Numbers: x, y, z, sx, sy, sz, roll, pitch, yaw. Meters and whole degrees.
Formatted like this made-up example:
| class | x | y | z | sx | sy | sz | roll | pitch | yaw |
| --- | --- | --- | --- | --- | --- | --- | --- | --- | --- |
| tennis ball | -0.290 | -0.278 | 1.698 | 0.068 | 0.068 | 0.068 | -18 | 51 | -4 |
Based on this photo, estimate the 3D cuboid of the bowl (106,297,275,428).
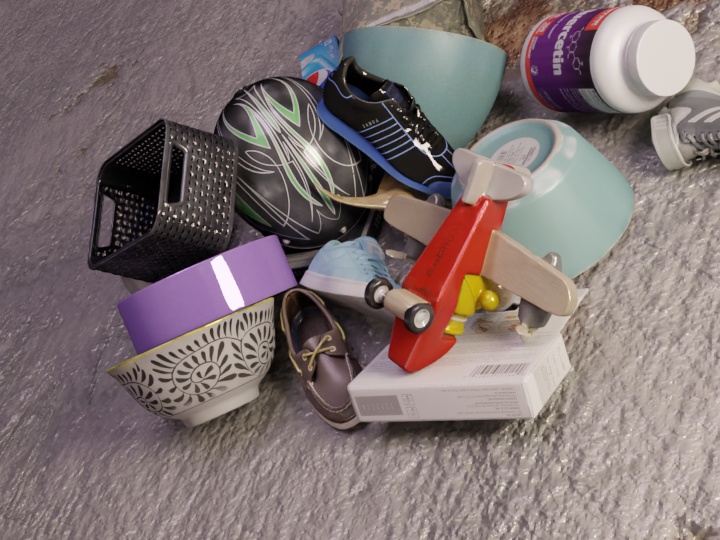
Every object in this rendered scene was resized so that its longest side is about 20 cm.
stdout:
| class | x | y | z | sx | sy | sz | roll | pitch | yaw |
| --- | --- | --- | --- | --- | --- | --- | --- | --- | --- |
| bowl | -0.167 | 0.111 | 1.313 | 0.199 | 0.095 | 0.201 | -24 | -1 | -1 |

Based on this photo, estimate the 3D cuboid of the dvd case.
| class | x | y | z | sx | sy | sz | roll | pitch | yaw |
| --- | --- | --- | --- | --- | --- | --- | --- | --- | --- |
| dvd case | -0.032 | -0.073 | 1.495 | 0.149 | 0.025 | 0.201 | -9 | 44 | 33 |

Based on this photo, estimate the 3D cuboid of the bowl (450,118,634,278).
| class | x | y | z | sx | sy | sz | roll | pitch | yaw |
| --- | --- | --- | --- | --- | --- | --- | --- | --- | --- |
| bowl | 0.173 | -0.082 | 1.255 | 0.199 | 0.105 | 0.202 | -23 | 35 | 17 |

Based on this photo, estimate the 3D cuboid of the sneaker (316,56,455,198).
| class | x | y | z | sx | sy | sz | roll | pitch | yaw |
| --- | --- | --- | --- | --- | --- | --- | --- | --- | --- |
| sneaker | 0.045 | -0.159 | 1.336 | 0.070 | 0.199 | 0.078 | -56 | -3 | -44 |

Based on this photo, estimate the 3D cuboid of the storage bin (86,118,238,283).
| class | x | y | z | sx | sy | sz | roll | pitch | yaw |
| --- | --- | --- | --- | --- | --- | --- | --- | --- | --- |
| storage bin | -0.228 | -0.074 | 1.375 | 0.199 | 0.093 | 0.137 | -23 | 60 | 54 |

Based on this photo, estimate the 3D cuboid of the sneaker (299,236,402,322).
| class | x | y | z | sx | sy | sz | roll | pitch | yaw |
| --- | --- | --- | --- | --- | --- | --- | --- | --- | --- |
| sneaker | 0.000 | 0.000 | 1.312 | 0.199 | 0.074 | 0.083 | 16 | 79 | 56 |

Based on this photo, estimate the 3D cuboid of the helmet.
| class | x | y | z | sx | sy | sz | roll | pitch | yaw |
| --- | --- | --- | --- | --- | --- | --- | --- | --- | --- |
| helmet | -0.082 | -0.130 | 1.433 | 0.199 | 0.201 | 0.191 | -38 | 21 | -3 |

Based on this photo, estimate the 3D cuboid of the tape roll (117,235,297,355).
| class | x | y | z | sx | sy | sz | roll | pitch | yaw |
| --- | --- | --- | --- | --- | --- | --- | --- | --- | --- |
| tape roll | -0.174 | 0.029 | 1.374 | 0.198 | 0.066 | 0.200 | -24 | 0 | 0 |

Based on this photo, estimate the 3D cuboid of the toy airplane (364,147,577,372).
| class | x | y | z | sx | sy | sz | roll | pitch | yaw |
| --- | --- | --- | --- | --- | --- | --- | --- | --- | --- |
| toy airplane | 0.109 | -0.013 | 1.153 | 0.198 | 0.141 | 0.202 | -24 | 52 | 28 |

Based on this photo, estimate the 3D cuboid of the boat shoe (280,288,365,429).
| class | x | y | z | sx | sy | sz | roll | pitch | yaw |
| --- | --- | --- | --- | --- | --- | --- | --- | --- | --- |
| boat shoe | -0.042 | 0.090 | 1.288 | 0.071 | 0.060 | 0.201 | -33 | 36 | 5 |

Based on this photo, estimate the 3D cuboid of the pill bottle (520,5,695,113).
| class | x | y | z | sx | sy | sz | roll | pitch | yaw |
| --- | --- | --- | --- | --- | --- | --- | --- | --- | --- |
| pill bottle | 0.268 | -0.228 | 1.310 | 0.113 | 0.113 | 0.200 | -46 | 23 | -13 |

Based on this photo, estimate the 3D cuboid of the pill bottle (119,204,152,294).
| class | x | y | z | sx | sy | sz | roll | pitch | yaw |
| --- | --- | --- | --- | --- | --- | --- | --- | --- | --- |
| pill bottle | -0.237 | -0.058 | 1.577 | 0.111 | 0.112 | 0.201 | -15 | 40 | 27 |

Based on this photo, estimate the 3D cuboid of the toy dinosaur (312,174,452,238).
| class | x | y | z | sx | sy | sz | roll | pitch | yaw |
| --- | --- | --- | --- | --- | --- | --- | --- | --- | --- |
| toy dinosaur | 0.049 | -0.076 | 1.371 | 0.198 | 0.059 | 0.101 | -16 | 52 | -23 |

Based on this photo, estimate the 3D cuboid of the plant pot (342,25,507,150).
| class | x | y | z | sx | sy | sz | roll | pitch | yaw |
| --- | --- | --- | --- | --- | --- | --- | --- | --- | --- |
| plant pot | 0.070 | -0.201 | 1.442 | 0.199 | 0.199 | 0.136 | 7 | 89 | 44 |

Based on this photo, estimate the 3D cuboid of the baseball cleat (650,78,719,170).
| class | x | y | z | sx | sy | sz | roll | pitch | yaw |
| --- | --- | --- | --- | --- | --- | --- | --- | --- | --- |
| baseball cleat | 0.361 | -0.128 | 1.203 | 0.106 | 0.070 | 0.200 | -41 | 25 | 3 |

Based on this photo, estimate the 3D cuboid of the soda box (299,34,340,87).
| class | x | y | z | sx | sy | sz | roll | pitch | yaw |
| --- | --- | --- | --- | --- | --- | --- | --- | --- | --- |
| soda box | -0.036 | -0.237 | 1.645 | 0.064 | 0.068 | 0.201 | -27 | 37 | 13 |

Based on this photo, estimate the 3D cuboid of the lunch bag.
| class | x | y | z | sx | sy | sz | roll | pitch | yaw |
| --- | --- | --- | --- | --- | --- | --- | --- | --- | --- |
| lunch bag | 0.063 | -0.344 | 1.642 | 0.198 | 0.118 | 0.165 | -17 | 40 | 18 |

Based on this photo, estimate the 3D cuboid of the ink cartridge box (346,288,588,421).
| class | x | y | z | sx | sy | sz | roll | pitch | yaw |
| --- | --- | --- | --- | --- | --- | --- | --- | --- | --- |
| ink cartridge box | 0.112 | 0.083 | 1.182 | 0.198 | 0.045 | 0.176 | -6 | 23 | 35 |
